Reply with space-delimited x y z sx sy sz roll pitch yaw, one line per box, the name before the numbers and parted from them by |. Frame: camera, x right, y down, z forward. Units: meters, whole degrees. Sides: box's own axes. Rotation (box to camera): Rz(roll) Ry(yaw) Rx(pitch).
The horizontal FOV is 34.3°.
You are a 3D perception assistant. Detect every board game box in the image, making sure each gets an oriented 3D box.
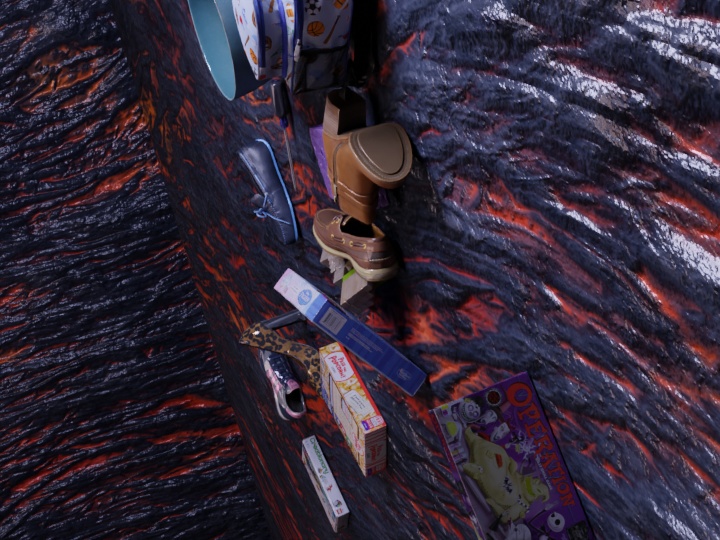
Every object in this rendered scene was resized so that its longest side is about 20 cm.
board game box | -0.015 0.252 2.121 0.152 0.046 0.200 89 156 -51
board game box | -0.083 0.496 2.709 0.126 0.034 0.201 97 149 -62
board game box | 0.167 0.226 1.288 0.201 0.119 0.032 68 162 6
board game box | -0.018 0.089 1.727 0.200 0.043 0.199 38 177 -24

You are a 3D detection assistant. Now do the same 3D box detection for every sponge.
sponge | -0.019 -0.149 1.644 0.200 0.030 0.112 -155 46 -70

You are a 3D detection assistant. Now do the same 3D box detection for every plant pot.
plant pot | -0.150 -0.355 1.639 0.200 0.134 0.201 160 90 -75

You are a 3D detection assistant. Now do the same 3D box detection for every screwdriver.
screwdriver | -0.121 -0.222 1.926 0.029 0.028 0.201 -79 -18 -53

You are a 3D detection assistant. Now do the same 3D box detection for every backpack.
backpack | -0.074 -0.329 1.397 0.191 0.153 0.201 110 142 -53

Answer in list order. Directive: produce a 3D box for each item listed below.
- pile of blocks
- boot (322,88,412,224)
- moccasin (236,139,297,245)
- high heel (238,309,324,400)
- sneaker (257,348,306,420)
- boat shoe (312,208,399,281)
pile of blocks | 0.000 0.000 1.741 0.062 0.082 0.200 34 -167 -27
boot | 0.004 -0.117 1.466 0.200 0.076 0.156 48 148 42
moccasin | -0.173 -0.137 2.137 0.080 0.068 0.201 146 103 -75
high heel | -0.150 0.187 2.334 0.071 0.142 0.201 116 132 -70
sneaker | -0.171 0.246 2.672 0.082 0.070 0.201 -13 100 58
boat shoe | -0.008 -0.053 1.662 0.200 0.072 0.068 39 141 53
